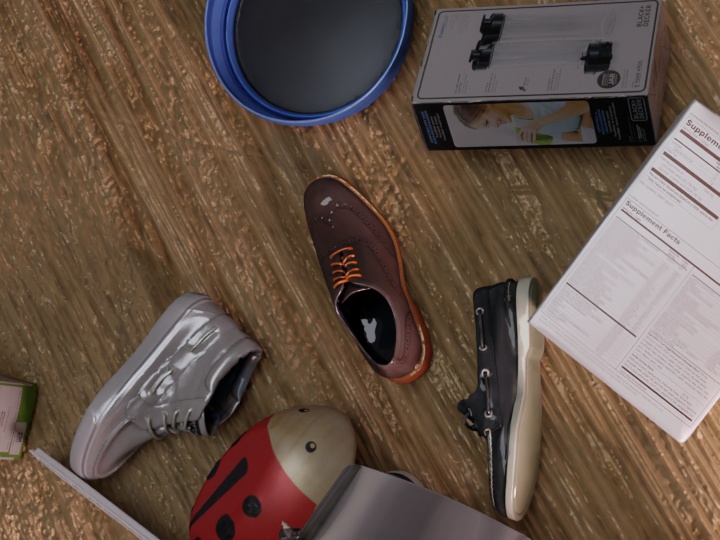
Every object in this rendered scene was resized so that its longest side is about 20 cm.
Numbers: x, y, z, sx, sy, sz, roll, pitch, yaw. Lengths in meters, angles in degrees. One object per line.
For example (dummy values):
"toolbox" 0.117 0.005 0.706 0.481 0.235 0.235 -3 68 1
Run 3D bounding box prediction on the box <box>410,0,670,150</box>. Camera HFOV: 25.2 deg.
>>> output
"box" 0.151 -0.163 1.342 0.198 0.060 0.117 0 51 19

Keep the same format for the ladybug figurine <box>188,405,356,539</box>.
"ladybug figurine" -0.083 0.191 1.367 0.200 0.072 0.136 -50 34 22

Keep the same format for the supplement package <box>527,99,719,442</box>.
"supplement package" 0.246 -0.001 1.228 0.147 0.191 0.201 37 96 6

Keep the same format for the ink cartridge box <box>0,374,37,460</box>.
"ink cartridge box" -0.409 0.117 1.457 0.146 0.200 0.077 13 87 21

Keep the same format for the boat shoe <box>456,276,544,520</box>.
"boat shoe" 0.112 0.105 1.337 0.065 0.074 0.202 -1 82 22

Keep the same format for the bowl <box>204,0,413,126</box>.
"bowl" -0.045 -0.228 1.459 0.199 0.039 0.203 -3 82 19

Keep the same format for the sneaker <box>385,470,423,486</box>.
"sneaker" 0.064 0.247 1.331 0.200 0.080 0.077 41 95 19

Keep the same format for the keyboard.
"keyboard" -0.218 0.223 1.450 0.199 0.056 0.011 33 70 21

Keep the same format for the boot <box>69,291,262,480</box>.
"boot" -0.173 0.123 1.436 0.095 0.073 0.201 37 95 27

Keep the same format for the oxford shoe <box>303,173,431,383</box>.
"oxford shoe" 0.000 0.000 1.392 0.071 0.072 0.201 -32 73 14

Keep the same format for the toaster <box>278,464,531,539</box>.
"toaster" 0.028 0.264 1.243 0.179 0.119 0.201 20 128 12
